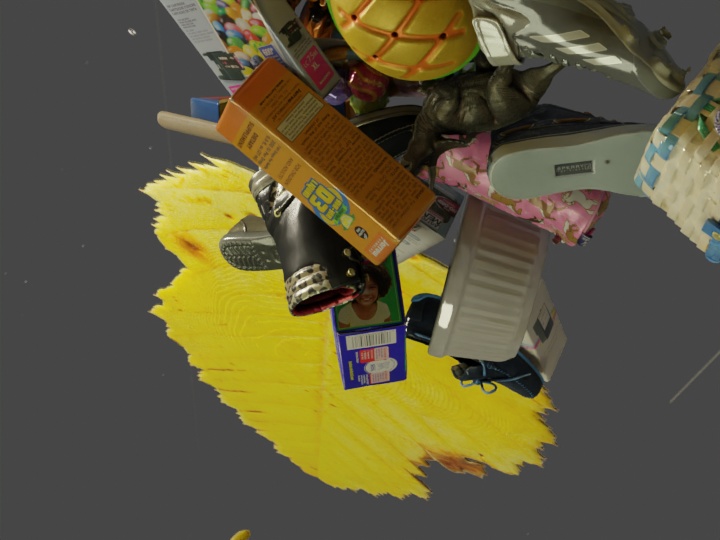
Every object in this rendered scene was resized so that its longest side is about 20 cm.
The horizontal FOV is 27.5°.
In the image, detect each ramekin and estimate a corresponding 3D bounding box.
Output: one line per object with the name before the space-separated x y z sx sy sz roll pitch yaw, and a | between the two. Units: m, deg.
ramekin | 0.140 0.004 1.566 0.094 0.203 0.203 14 158 2

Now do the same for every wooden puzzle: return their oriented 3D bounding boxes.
wooden puzzle | -0.084 -0.159 1.520 0.199 0.047 0.185 -5 -167 -34

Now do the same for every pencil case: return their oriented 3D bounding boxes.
pencil case | 0.150 -0.096 1.462 0.199 0.087 0.083 26 174 8

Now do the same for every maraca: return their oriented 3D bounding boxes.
maraca | 0.029 -0.244 1.239 0.136 0.107 0.200 -16 126 24

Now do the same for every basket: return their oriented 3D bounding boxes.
basket | 0.331 -0.075 1.161 0.200 0.177 0.139 35 155 10

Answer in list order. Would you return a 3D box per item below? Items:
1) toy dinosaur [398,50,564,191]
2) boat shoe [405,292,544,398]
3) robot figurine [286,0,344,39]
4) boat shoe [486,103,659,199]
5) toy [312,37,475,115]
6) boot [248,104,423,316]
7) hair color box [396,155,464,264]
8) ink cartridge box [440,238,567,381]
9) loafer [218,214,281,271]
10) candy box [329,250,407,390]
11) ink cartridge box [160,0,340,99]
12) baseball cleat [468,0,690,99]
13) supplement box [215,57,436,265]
toy dinosaur | 0.110 -0.160 1.336 0.199 0.077 0.102 -26 133 9
boat shoe | 0.129 0.105 1.780 0.199 0.069 0.084 33 160 -12
robot figurine | -0.060 -0.259 1.371 0.144 0.058 0.200 23 159 -1
boat shoe | 0.215 -0.119 1.360 0.199 0.091 0.071 -2 126 6
toy | 0.015 -0.177 1.402 0.199 0.048 0.115 0 159 12
boot | -0.005 -0.057 1.415 0.203 0.155 0.073 -24 156 22
hair color box | 0.030 -0.064 1.713 0.099 0.061 0.200 32 159 -12
ink cartridge box | 0.171 0.049 1.791 0.117 0.068 0.200 17 157 28
loafer | -0.068 -0.041 1.722 0.199 0.070 0.075 4 138 21
candy box | 0.000 0.000 1.535 0.077 0.201 0.169 -9 157 -2
ink cartridge box | -0.117 -0.234 1.342 0.119 0.042 0.200 -2 131 48
baseball cleat | 0.168 -0.190 1.207 0.200 0.070 0.106 39 122 -6
supplement box | -0.032 -0.098 1.333 0.200 0.069 0.067 38 151 -1
